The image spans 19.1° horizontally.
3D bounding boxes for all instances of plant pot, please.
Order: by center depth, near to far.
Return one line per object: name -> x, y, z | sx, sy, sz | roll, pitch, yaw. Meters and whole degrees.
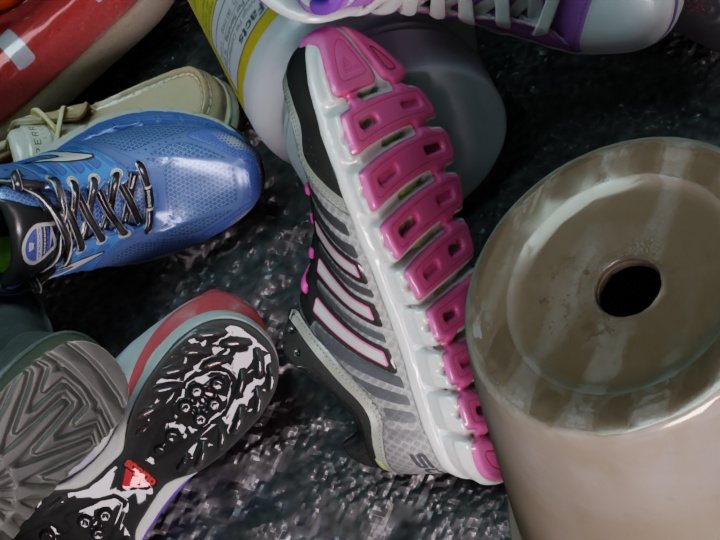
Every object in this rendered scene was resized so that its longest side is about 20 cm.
plant pot -> 0.125, 0.046, 0.768 | 0.200, 0.174, 0.200 | -15, 53, 20

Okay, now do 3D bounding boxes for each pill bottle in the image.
pill bottle -> -0.014, -0.117, 0.998 | 0.114, 0.114, 0.200 | -34, 49, 7

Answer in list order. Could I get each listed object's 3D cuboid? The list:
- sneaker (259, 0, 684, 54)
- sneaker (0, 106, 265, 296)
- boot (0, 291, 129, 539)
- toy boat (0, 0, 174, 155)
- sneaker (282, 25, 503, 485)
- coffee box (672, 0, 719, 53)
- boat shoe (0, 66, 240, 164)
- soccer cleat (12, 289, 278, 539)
sneaker -> 0.030, -0.120, 0.878 | 0.200, 0.073, 0.114 | 19, 36, 5
sneaker -> -0.140, -0.021, 0.991 | 0.200, 0.079, 0.089 | -13, 21, -9
boot -> -0.197, 0.073, 0.953 | 0.182, 0.073, 0.200 | -36, 25, -17
toy boat -> -0.188, -0.161, 1.109 | 0.200, 0.131, 0.130 | -44, 40, -8
sneaker -> 0.000, 0.000, 0.888 | 0.087, 0.200, 0.074 | -14, 11, 36
coffee box -> 0.087, -0.179, 0.923 | 0.200, 0.123, 0.044 | 28, 66, 10
boat shoe -> -0.154, -0.043, 1.061 | 0.200, 0.069, 0.074 | -33, 49, 8
soccer cleat -> -0.116, 0.089, 0.965 | 0.200, 0.068, 0.073 | -46, 19, 7
